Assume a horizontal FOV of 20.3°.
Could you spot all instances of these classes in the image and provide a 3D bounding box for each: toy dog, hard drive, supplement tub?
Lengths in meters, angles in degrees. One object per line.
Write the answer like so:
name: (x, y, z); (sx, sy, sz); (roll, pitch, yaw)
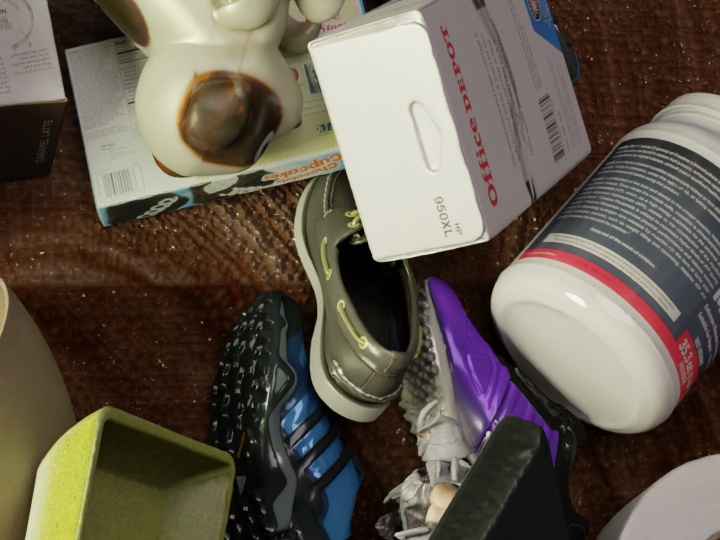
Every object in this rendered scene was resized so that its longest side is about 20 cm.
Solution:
toy dog: (-0.100, -0.158, 1.232); (0.193, 0.139, 0.201); (-13, 85, -32)
hard drive: (0.078, 0.196, 1.160); (0.033, 0.201, 0.140); (19, 58, 27)
supplement tub: (0.192, -0.006, 1.312); (0.140, 0.140, 0.200); (41, 65, 5)

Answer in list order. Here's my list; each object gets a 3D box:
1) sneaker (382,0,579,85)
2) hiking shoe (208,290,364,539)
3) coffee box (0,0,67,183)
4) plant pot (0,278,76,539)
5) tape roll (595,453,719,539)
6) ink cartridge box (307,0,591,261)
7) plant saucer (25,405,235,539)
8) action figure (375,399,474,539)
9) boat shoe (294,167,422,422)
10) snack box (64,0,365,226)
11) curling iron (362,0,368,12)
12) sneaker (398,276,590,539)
sneaker: (0.064, -0.181, 1.400); (0.200, 0.073, 0.082); (40, 83, 9)
hiking shoe: (-0.042, 0.112, 1.254); (0.086, 0.074, 0.201); (13, 64, -33)
coffee box: (-0.246, -0.168, 1.282); (0.079, 0.114, 0.201); (-8, 70, -16)
plant pot: (-0.234, 0.118, 1.144); (0.135, 0.200, 0.201); (49, 61, -28)
tape roll: (0.238, 0.221, 1.270); (0.201, 0.071, 0.204); (5, 67, -13)
ink cartridge box: (0.061, -0.107, 1.272); (0.200, 0.084, 0.145); (-37, 112, -59)
plant saucer: (-0.140, 0.186, 1.120); (0.048, 0.200, 0.201); (5, 79, 18)
action figure: (0.034, 0.176, 1.187); (0.069, 0.130, 0.201); (7, 96, 10)
boat shoe: (0.003, 0.001, 1.274); (0.072, 0.060, 0.202); (19, 42, -24)
snack box: (-0.084, -0.109, 1.314); (0.199, 0.037, 0.117); (-13, 71, -2)
curling iron: (0.011, -0.127, 1.356); (0.025, 0.050, 0.201); (-8, 77, -15)
sneaker: (0.090, 0.096, 1.289); (0.099, 0.070, 0.201); (-13, 78, -24)
